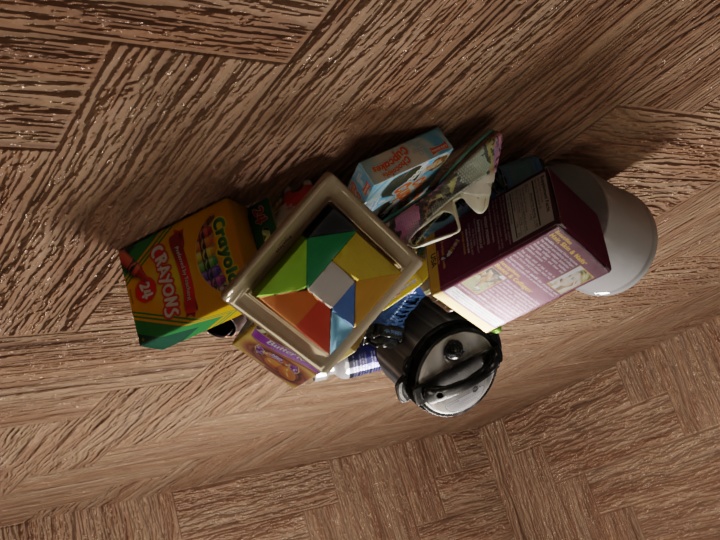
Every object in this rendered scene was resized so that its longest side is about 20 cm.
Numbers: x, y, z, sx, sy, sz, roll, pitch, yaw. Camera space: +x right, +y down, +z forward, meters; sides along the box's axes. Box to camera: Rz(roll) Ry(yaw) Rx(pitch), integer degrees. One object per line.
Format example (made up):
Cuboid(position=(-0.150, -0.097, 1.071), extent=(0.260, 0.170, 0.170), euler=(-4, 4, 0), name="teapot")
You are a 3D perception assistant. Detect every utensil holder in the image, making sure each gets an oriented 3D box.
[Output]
Cuboid(position=(0.323, -0.058, 1.278), extent=(0.169, 0.171, 0.200), euler=(-28, 156, 30), name="utensil holder")

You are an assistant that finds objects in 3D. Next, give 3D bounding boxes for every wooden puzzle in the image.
Cuboid(position=(-0.035, 0.012, 1.003), extent=(0.185, 0.037, 0.200), euler=(-49, 129, 0), name="wooden puzzle")

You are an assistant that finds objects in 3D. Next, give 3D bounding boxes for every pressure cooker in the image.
Cuboid(position=(0.134, 0.152, 1.489), extent=(0.178, 0.200, 0.177), euler=(24, 96, -31), name="pressure cooker")

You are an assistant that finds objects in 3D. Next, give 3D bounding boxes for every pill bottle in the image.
Cuboid(position=(-0.002, 0.137, 1.616), extent=(0.199, 0.116, 0.116), euler=(-14, 161, -12), name="pill bottle")

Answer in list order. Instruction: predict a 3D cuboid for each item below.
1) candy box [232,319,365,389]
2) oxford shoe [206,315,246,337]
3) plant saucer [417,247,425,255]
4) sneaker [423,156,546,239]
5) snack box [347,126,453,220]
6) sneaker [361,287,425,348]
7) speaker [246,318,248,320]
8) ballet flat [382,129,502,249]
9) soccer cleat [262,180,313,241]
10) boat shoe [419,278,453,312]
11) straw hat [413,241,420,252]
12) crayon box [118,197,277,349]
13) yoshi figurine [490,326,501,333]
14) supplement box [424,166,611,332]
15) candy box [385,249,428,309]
Cuboid(position=(-0.086, 0.087, 1.197), extent=(0.116, 0.057, 0.200), euler=(37, 144, -11), name="candy box")
Cuboid(position=(-0.211, 0.074, 1.314), extent=(0.071, 0.073, 0.200), euler=(-20, 161, 7), name="oxford shoe")
Cuboid(position=(0.149, -0.010, 1.460), extent=(0.199, 0.036, 0.200), euler=(-16, 162, -5), name="plant saucer")
Cuboid(position=(0.154, -0.096, 1.158), extent=(0.199, 0.079, 0.090), euler=(-25, 157, 20), name="sneaker")
Cuboid(position=(0.030, -0.092, 1.073), extent=(0.116, 0.037, 0.200), euler=(-28, 166, -23), name="snack box")
Cuboid(position=(0.064, 0.068, 1.407), extent=(0.076, 0.112, 0.199), euler=(17, 155, -37), name="sneaker")
Cuboid(position=(-0.077, 0.052, 1.363), extent=(0.199, 0.082, 0.081), euler=(-2, 156, -40), name="speaker")
Cuboid(position=(0.108, -0.083, 1.056), extent=(0.200, 0.071, 0.069), euler=(-40, 169, 19), name="ballet flat")
Cuboid(position=(-0.091, -0.041, 1.076), extent=(0.199, 0.086, 0.068), euler=(-30, 158, 33), name="soccer cleat")
Cuboid(position=(0.165, -0.004, 1.312), extent=(0.202, 0.075, 0.075), euler=(-41, -179, -38), name="boat shoe")
Cuboid(position=(0.000, 0.000, 1.260), extent=(0.201, 0.085, 0.201), euler=(-52, 165, -20), name="straw hat")
Cuboid(position=(-0.188, 0.000, 1.043), extent=(0.199, 0.128, 0.051), euler=(-25, 161, 18), name="crayon box")
Cuboid(position=(0.211, 0.037, 1.436), extent=(0.112, 0.112, 0.200), euler=(-50, 154, 14), name="yoshi figurine")
Cuboid(position=(0.201, -0.022, 1.133), extent=(0.199, 0.104, 0.131), euler=(-30, 134, 30), name="supplement box")
Cuboid(position=(0.105, -0.019, 1.266), extent=(0.200, 0.026, 0.102), euler=(-42, -176, -42), name="candy box")
